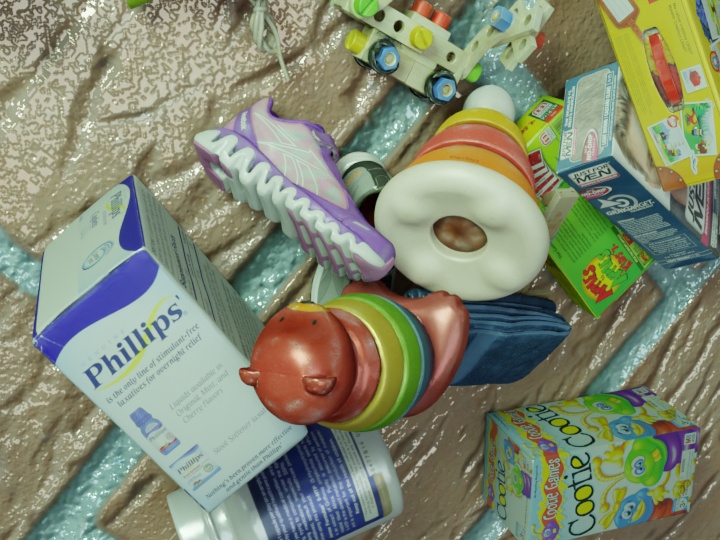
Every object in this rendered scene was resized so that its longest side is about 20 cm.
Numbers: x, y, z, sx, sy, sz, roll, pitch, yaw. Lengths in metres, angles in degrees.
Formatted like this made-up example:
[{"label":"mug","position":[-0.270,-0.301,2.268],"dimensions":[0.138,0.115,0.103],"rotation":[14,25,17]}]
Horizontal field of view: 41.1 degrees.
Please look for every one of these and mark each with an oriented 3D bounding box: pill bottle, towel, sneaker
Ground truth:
[{"label":"pill bottle","position":[-0.070,0.208,0.884],"dimensions":[0.197,0.120,0.122],"rotation":[-22,114,-13]},{"label":"towel","position":[0.100,0.069,0.898],"dimensions":[0.197,0.049,0.112],"rotation":[5,135,-39]},{"label":"sneaker","position":[0.000,0.000,0.863],"dimensions":[0.073,0.079,0.204],"rotation":[-6,111,-20]},{"label":"sneaker","position":[-0.042,-0.073,0.782],"dimensions":[0.089,0.199,0.081],"rotation":[-46,161,-18]}]

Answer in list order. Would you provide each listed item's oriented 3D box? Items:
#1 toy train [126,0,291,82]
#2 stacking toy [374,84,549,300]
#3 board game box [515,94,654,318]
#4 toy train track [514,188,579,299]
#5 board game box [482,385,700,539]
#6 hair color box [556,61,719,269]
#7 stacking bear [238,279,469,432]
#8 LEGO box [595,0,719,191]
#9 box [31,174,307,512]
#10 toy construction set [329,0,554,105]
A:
[{"label":"toy train","position":[-0.133,-0.227,0.738],"dimensions":[0.114,0.085,0.203],"rotation":[-16,113,-3]},{"label":"stacking toy","position":[0.103,-0.089,0.824],"dimensions":[0.146,0.145,0.202],"rotation":[47,44,-27]},{"label":"board game box","position":[0.206,-0.059,0.937],"dimensions":[0.101,0.048,0.200],"rotation":[-43,117,-1]},{"label":"toy train track","position":[0.145,-0.006,0.907],"dimensions":[0.113,0.033,0.202],"rotation":[-6,140,-30]},{"label":"board game box","position":[0.239,0.203,1.008],"dimensions":[0.196,0.103,0.107],"rotation":[-7,110,-18]},{"label":"hair color box","position":[0.264,-0.091,0.890],"dimensions":[0.199,0.060,0.102],"rotation":[31,58,-36]},{"label":"stacking bear","position":[-0.011,0.067,0.725],"dimensions":[0.199,0.119,0.116],"rotation":[2,98,-63]},{"label":"LEGO box","position":[0.292,-0.195,0.844],"dimensions":[0.148,0.076,0.203],"rotation":[-34,105,-45]},{"label":"box","position":[-0.152,0.052,0.763],"dimensions":[0.104,0.184,0.201],"rotation":[-37,116,0]},{"label":"toy construction set","position":[0.058,-0.218,0.809],"dimensions":[0.197,0.092,0.133],"rotation":[24,98,-15]}]
